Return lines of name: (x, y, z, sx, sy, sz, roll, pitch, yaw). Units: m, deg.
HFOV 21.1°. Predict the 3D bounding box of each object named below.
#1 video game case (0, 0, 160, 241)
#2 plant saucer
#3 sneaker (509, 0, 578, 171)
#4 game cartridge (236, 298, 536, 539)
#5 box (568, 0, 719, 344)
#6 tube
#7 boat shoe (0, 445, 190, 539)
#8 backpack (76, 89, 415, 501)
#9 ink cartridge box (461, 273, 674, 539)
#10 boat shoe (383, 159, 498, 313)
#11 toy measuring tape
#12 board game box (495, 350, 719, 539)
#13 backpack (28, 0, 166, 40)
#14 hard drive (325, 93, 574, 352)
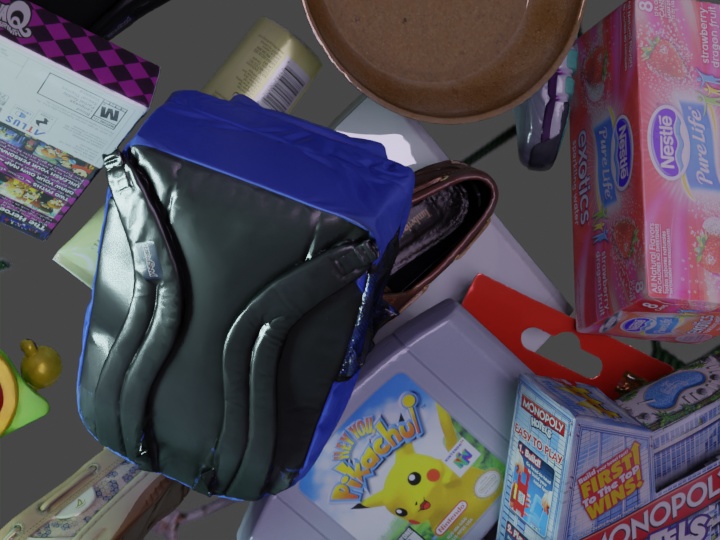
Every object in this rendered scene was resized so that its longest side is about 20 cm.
video game case: (-0.234, -0.104, 1.086, 0.199, 0.181, 0.036, 25, 57, -16)
plant saucer: (0.046, -0.189, 1.182, 0.198, 0.035, 0.203, 0, 91, -22)
sneaker: (0.097, -0.166, 1.258, 0.087, 0.074, 0.202, 5, 83, 1)
game cartridge: (0.024, 0.123, 1.183, 0.133, 0.040, 0.200, 41, 91, -15)
box: (0.197, -0.063, 1.238, 0.094, 0.103, 0.202, 6, 74, -20)
tube: (-0.102, -0.065, 1.199, 0.058, 0.052, 0.201, 32, 83, 26)
boat shoe: (-0.139, 0.119, 1.147, 0.062, 0.074, 0.200, 31, 40, 10)
backpack: (-0.059, 0.018, 1.084, 0.161, 0.168, 0.202, 21, 116, 11)
ink cartridge box: (0.098, 0.127, 1.241, 0.161, 0.057, 0.201, 25, 102, -18)
boat shoe: (0.000, 0.000, 1.192, 0.200, 0.070, 0.071, -41, 104, -11)
toy measuring tape: (-0.269, 0.089, 1.135, 0.199, 0.073, 0.074, -28, 99, -16)
board game box: (0.161, 0.139, 1.186, 0.199, 0.062, 0.202, -23, 125, -23)
backpack: (-0.146, -0.243, 1.109, 0.199, 0.163, 0.169, -31, 77, -13)
hard drive: (0.030, -0.003, 1.252, 0.132, 0.026, 0.200, -44, 104, -12)
